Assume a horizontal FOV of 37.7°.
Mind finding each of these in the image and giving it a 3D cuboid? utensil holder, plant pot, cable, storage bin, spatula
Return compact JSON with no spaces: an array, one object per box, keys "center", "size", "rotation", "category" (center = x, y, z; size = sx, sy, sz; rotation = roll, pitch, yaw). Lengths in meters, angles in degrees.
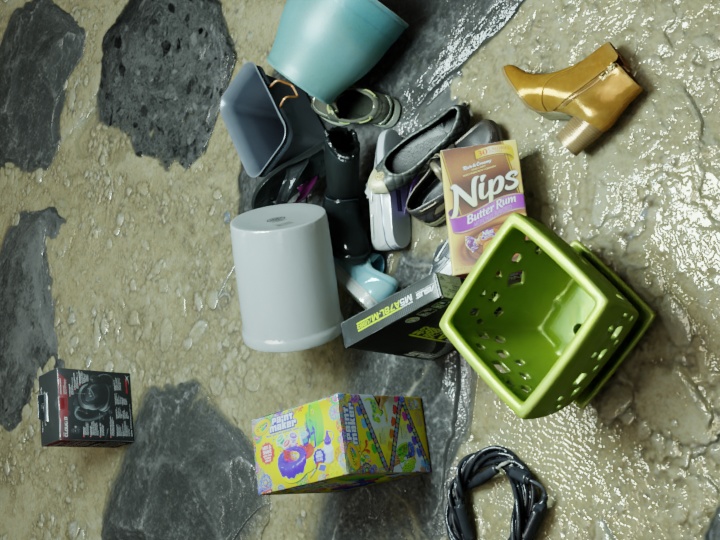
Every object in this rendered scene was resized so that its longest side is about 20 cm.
[{"center":[-0.121,0.008,1.707],"size":[0.169,0.169,0.201],"rotation":[11,115,45],"category":"utensil holder"},{"center":[0.260,0.066,1.409],"size":[0.199,0.181,0.201],"rotation":[49,116,37],"category":"plant pot"},{"center":[0.181,0.358,1.526],"size":[0.163,0.051,0.201],"rotation":[32,106,43],"category":"cable"},{"center":[-0.140,-0.267,1.888],"size":[0.146,0.134,0.201],"rotation":[-49,54,32],"category":"storage bin"},{"center":[0.119,-0.181,1.693],"size":[0.020,0.057,0.201],"rotation":[33,101,7],"category":"spatula"},{"center":[-0.052,-0.389,1.761],"size":[0.188,0.200,0.200],"rotation":[-55,50,10],"category":"plant pot"}]

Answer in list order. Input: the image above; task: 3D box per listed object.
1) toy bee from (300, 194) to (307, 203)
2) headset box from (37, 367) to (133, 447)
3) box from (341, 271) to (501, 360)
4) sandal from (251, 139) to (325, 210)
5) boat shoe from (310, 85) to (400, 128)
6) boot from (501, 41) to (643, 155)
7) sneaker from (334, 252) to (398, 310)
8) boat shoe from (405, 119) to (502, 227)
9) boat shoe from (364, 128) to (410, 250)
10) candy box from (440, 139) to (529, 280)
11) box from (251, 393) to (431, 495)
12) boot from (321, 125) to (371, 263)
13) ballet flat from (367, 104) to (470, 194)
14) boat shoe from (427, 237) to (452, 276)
[{"center":[-0.131,-0.034,1.863],"size":[0.131,0.108,0.201],"rotation":[82,177,-46],"category":"toy bee"},{"center":[-0.572,0.284,2.170],"size":[0.077,0.199,0.150],"rotation":[-22,68,39],"category":"headset box"},{"center":[0.107,0.072,1.545],"size":[0.193,0.199,0.048],"rotation":[-32,60,35],"category":"box"},{"center":[-0.105,-0.159,1.833],"size":[0.200,0.075,0.048],"rotation":[-37,48,2],"category":"sandal"},{"center":[-0.020,-0.288,1.829],"size":[0.201,0.060,0.073],"rotation":[16,94,45],"category":"boat shoe"},{"center":[0.305,-0.275,1.514],"size":[0.144,0.071,0.202],"rotation":[-49,56,20],"category":"boot"},{"center":[0.000,0.000,1.768],"size":[0.082,0.074,0.200],"rotation":[-41,45,-5],"category":"sneaker"},{"center":[0.144,-0.150,1.635],"size":[0.200,0.073,0.075],"rotation":[-55,51,23],"category":"boat shoe"},{"center":[0.037,-0.132,1.737],"size":[0.065,0.073,0.201],"rotation":[-10,75,38],"category":"boat shoe"},{"center":[0.183,-0.084,1.536],"size":[0.116,0.057,0.201],"rotation":[-8,67,9],"category":"candy box"},{"center":[-0.031,0.273,1.649],"size":[0.199,0.192,0.123],"rotation":[-22,68,40],"category":"box"},{"center":[-0.024,-0.130,1.735],"size":[0.199,0.073,0.163],"rotation":[-108,19,-49],"category":"boot"},{"center":[0.086,-0.194,1.654],"size":[0.200,0.057,0.067],"rotation":[-40,64,13],"category":"ballet flat"},{"center":[0.143,-0.015,1.614],"size":[0.201,0.072,0.068],"rotation":[-58,43,13],"category":"boat shoe"}]
